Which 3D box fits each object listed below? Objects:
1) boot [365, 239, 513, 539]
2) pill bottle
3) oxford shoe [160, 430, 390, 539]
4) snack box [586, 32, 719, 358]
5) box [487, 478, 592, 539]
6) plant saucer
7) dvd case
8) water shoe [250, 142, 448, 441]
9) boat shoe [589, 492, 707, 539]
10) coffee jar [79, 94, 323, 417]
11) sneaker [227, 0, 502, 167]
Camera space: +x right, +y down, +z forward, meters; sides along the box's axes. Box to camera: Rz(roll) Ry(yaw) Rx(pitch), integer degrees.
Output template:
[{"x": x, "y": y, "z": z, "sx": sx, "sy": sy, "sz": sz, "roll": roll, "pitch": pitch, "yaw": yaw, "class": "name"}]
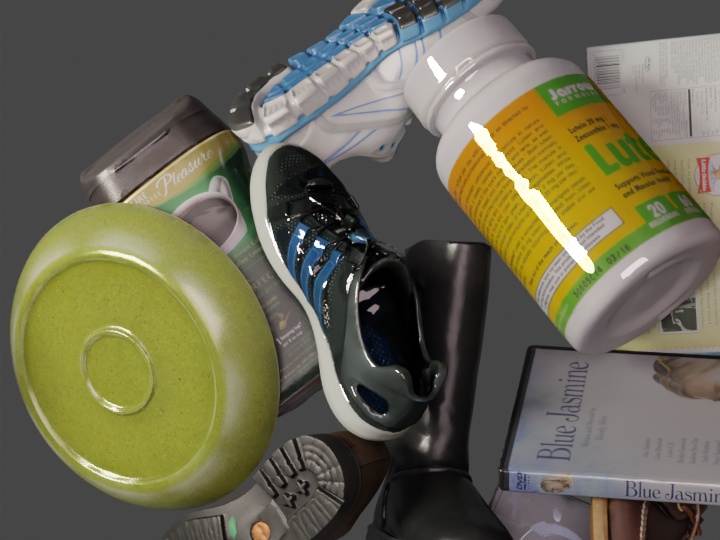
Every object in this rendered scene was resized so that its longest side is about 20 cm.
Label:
[{"x": 0.058, "y": 0.080, "z": 1.326, "sx": 0.066, "sy": 0.165, "sz": 0.200, "roll": 13, "pitch": 85, "yaw": -23, "class": "boot"}, {"x": 0.116, "y": -0.057, "z": 1.326, "sx": 0.111, "sy": 0.111, "sz": 0.200, "roll": -38, "pitch": 69, "yaw": 0, "class": "pill bottle"}, {"x": -0.053, "y": 0.162, "z": 1.351, "sx": 0.200, "sy": 0.084, "sz": 0.073, "roll": -36, "pitch": 76, "yaw": 34, "class": "oxford shoe"}, {"x": 0.204, "y": -0.045, "z": 1.368, "sx": 0.116, "sy": 0.037, "sz": 0.200, "roll": -3, "pitch": 85, "yaw": 22, "class": "snack box"}, {"x": 0.149, "y": 0.234, "z": 1.359, "sx": 0.200, "sy": 0.044, "sz": 0.160, "roll": 24, "pitch": 88, "yaw": 6, "class": "box"}, {"x": -0.143, "y": 0.059, "z": 1.353, "sx": 0.200, "sy": 0.031, "sz": 0.200, "roll": 9, "pitch": 109, "yaw": 27, "class": "plant saucer"}, {"x": 0.188, "y": 0.090, "z": 1.284, "sx": 0.200, "sy": 0.143, "sz": 0.018, "roll": 3, "pitch": 120, "yaw": 11, "class": "dvd case"}, {"x": 0.000, "y": 0.000, "z": 1.301, "sx": 0.071, "sy": 0.079, "sz": 0.200, "roll": -8, "pitch": 66, "yaw": -37, "class": "water shoe"}, {"x": 0.169, "y": 0.135, "z": 1.293, "sx": 0.070, "sy": 0.200, "sz": 0.070, "roll": -3, "pitch": 121, "yaw": 8, "class": "boat shoe"}, {"x": -0.083, "y": -0.008, "z": 1.377, "sx": 0.104, "sy": 0.085, "sz": 0.200, "roll": -37, "pitch": 84, "yaw": 0, "class": "coffee jar"}, {"x": 0.014, "y": -0.119, "z": 1.397, "sx": 0.200, "sy": 0.075, "sz": 0.087, "roll": -35, "pitch": 119, "yaw": -8, "class": "sneaker"}]
